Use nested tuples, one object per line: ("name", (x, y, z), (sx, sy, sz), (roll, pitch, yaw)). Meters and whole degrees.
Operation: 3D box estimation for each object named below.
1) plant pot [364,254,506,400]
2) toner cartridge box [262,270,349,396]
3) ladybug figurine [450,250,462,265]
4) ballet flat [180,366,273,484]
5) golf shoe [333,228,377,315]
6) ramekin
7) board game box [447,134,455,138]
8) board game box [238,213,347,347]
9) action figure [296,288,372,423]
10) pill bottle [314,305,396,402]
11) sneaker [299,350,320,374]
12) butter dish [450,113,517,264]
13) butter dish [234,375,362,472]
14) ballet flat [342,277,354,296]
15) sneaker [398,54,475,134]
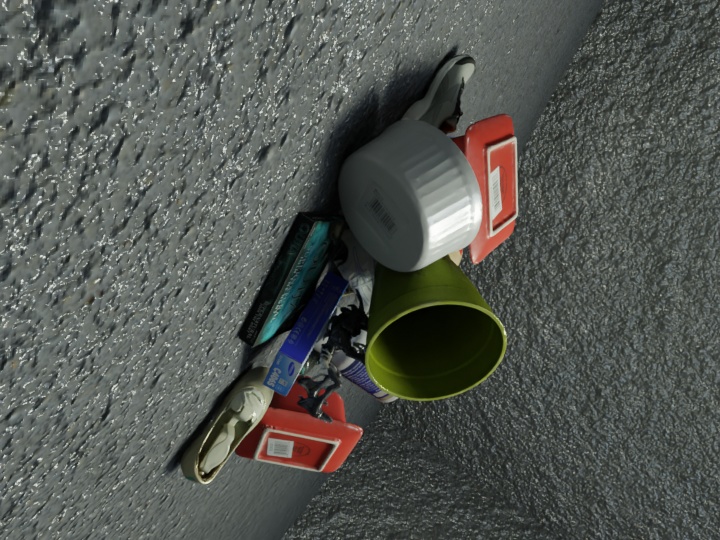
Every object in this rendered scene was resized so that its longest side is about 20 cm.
("plant pot", (0.094, 0.057, 0.887), (0.193, 0.200, 0.201), (-100, -154, -50))
("toner cartridge box", (-0.084, 0.097, 0.939), (0.095, 0.043, 0.200), (-62, 179, 43))
("ladybug figurine", (0.138, -0.077, 1.150), (0.072, 0.135, 0.200), (103, -16, -50))
("ballet flat", (-0.192, 0.235, 0.886), (0.200, 0.069, 0.069), (-55, 167, -18))
("golf shoe", (0.000, 0.000, 1.026), (0.078, 0.097, 0.200), (-71, 173, -47))
("ramekin", (0.059, -0.095, 0.804), (0.098, 0.200, 0.201), (-32, 155, -28))
("board game box", (0.122, -0.180, 1.050), (0.158, 0.039, 0.200), (-19, 126, -60))
("board game box", (-0.092, 0.009, 0.847), (0.200, 0.028, 0.135), (-61, 166, 15))
("action figure", (-0.022, 0.134, 0.928), (0.200, 0.102, 0.119), (-62, -166, 9))
("pill bottle", (0.000, 0.152, 1.104), (0.120, 0.200, 0.120), (-40, -153, 26))
("sneaker", (-0.053, 0.151, 1.177), (0.200, 0.091, 0.078), (-43, 159, -48))
("butter dish", (0.152, -0.131, 0.904), (0.199, 0.148, 0.200), (-32, 121, -53))
("butter dish", (-0.110, 0.261, 1.059), (0.200, 0.199, 0.148), (115, -16, -46))
("ballet flat", (0.023, -0.019, 1.100), (0.200, 0.075, 0.068), (-61, 174, 11))
("sneaker", (0.138, -0.270, 0.955), (0.200, 0.079, 0.074), (-55, 165, -19))
